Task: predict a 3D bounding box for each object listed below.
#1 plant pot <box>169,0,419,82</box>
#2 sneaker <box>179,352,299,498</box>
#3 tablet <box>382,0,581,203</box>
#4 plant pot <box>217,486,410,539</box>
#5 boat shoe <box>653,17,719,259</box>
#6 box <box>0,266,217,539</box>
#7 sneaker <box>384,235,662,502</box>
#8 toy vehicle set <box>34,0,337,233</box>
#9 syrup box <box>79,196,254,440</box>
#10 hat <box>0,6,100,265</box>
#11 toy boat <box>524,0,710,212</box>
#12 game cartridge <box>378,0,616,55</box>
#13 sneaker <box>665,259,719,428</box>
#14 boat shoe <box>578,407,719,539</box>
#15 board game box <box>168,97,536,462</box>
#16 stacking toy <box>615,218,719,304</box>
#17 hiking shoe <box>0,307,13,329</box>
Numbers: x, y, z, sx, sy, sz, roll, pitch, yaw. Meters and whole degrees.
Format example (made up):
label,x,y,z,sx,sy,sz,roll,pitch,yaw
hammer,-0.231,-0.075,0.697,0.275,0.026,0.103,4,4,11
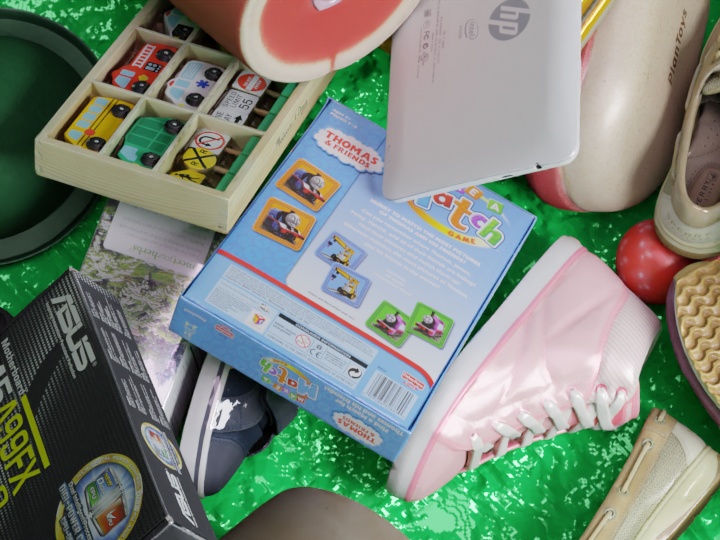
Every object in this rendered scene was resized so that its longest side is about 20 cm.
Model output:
label,x,y,z,sx,sy,sz,roll,pitch,yaw
plant pot,-0.057,-0.223,1.256,0.200,0.201,0.178,-30,61,-12
sneaker,-0.048,0.050,1.262,0.079,0.078,0.201,18,71,7
tablet,0.073,-0.142,1.246,0.130,0.014,0.201,-12,62,30
plant pot,-0.046,0.221,1.167,0.199,0.200,0.174,33,58,5
boat shoe,0.235,-0.104,1.285,0.072,0.065,0.201,22,67,10
box,-0.174,0.120,1.131,0.160,0.044,0.200,-41,46,14
sneaker,0.107,0.080,1.267,0.104,0.075,0.200,37,70,12
toy vehicle set,-0.098,-0.106,1.268,0.124,0.027,0.200,17,41,11
syrup box,-0.132,0.032,1.257,0.078,0.081,0.201,17,74,6
hat,-0.235,-0.099,1.237,0.165,0.176,0.201,29,73,4
toy boat,0.138,-0.136,1.325,0.130,0.130,0.201,5,70,28
game cartridge,0.078,-0.201,1.297,0.200,0.032,0.177,35,90,38
sneaker,0.243,0.090,1.268,0.075,0.090,0.201,-27,77,-14
boat shoe,0.138,0.168,1.249,0.063,0.073,0.201,41,72,15
board game box,0.000,0.000,1.230,0.151,0.037,0.200,30,48,4
stacking toy,0.260,-0.004,1.311,0.199,0.085,0.086,2,73,3
hiking shoe,-0.294,0.020,1.238,0.199,0.101,0.076,19,74,1
